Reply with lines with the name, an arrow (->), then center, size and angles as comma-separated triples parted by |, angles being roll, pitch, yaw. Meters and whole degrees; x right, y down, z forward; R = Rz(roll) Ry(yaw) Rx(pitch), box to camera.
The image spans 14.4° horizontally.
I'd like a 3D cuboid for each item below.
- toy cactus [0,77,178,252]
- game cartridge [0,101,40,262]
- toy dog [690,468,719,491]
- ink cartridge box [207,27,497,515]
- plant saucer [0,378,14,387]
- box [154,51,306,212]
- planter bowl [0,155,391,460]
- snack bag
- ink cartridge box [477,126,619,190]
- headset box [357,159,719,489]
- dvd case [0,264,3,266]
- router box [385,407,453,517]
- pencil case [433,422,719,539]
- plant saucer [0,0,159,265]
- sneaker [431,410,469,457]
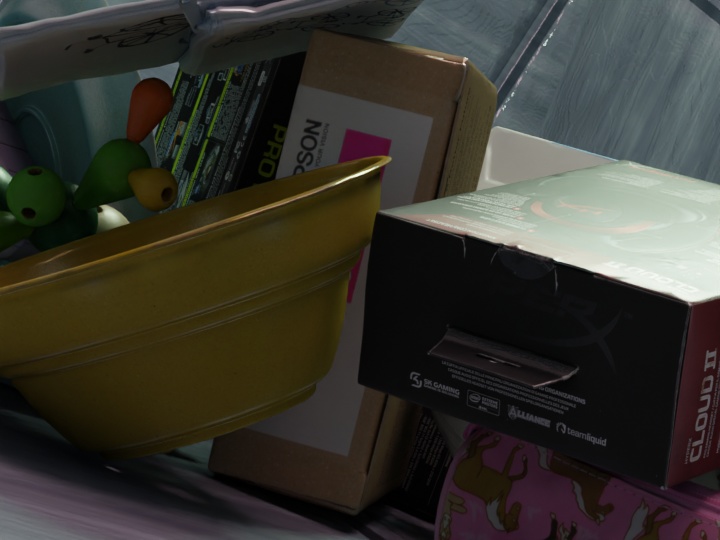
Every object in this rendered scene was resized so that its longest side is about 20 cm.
toy cactus -> -0.134, -0.027, 1.309 | 0.199, 0.103, 0.165 | 8, -13, 11
game cartridge -> -0.235, -0.072, 1.379 | 0.199, 0.038, 0.130 | 18, 30, -49
toy dog -> 0.196, 0.102, 1.190 | 0.131, 0.097, 0.200 | -1, -41, 49
ink cartridge box -> 0.000, 0.000, 1.283 | 0.075, 0.201, 0.165 | 15, 0, 8
plant saucer -> -0.167, 0.034, 1.338 | 0.069, 0.019, 0.200 | 21, 3, 1
box -> -0.073, -0.033, 1.449 | 0.044, 0.201, 0.160 | 19, 2, -21
planter bowl -> -0.071, 0.023, 1.126 | 0.199, 0.084, 0.200 | -17, 6, 2
snack bag -> -0.071, -0.103, 1.252 | 0.199, 0.022, 0.189 | -11, -1, -8
ink cartridge box -> 0.123, 0.031, 1.432 | 0.116, 0.067, 0.200 | 20, -31, 55
headset box -> 0.105, 0.017, 1.119 | 0.148, 0.076, 0.199 | 17, 18, 34
dvd case -> -0.170, 0.013, 1.301 | 0.145, 0.022, 0.200 | 19, 3, -38
router box -> 0.042, 0.090, 1.458 | 0.156, 0.053, 0.200 | 22, 2, 15
pencil case -> 0.121, 0.115, 1.088 | 0.199, 0.087, 0.083 | 19, -7, 35
plant saucer -> -0.158, -0.053, 1.462 | 0.027, 0.202, 0.200 | -9, 17, -29
sneaker -> 0.102, 0.097, 1.280 | 0.075, 0.100, 0.200 | -26, 64, -28
